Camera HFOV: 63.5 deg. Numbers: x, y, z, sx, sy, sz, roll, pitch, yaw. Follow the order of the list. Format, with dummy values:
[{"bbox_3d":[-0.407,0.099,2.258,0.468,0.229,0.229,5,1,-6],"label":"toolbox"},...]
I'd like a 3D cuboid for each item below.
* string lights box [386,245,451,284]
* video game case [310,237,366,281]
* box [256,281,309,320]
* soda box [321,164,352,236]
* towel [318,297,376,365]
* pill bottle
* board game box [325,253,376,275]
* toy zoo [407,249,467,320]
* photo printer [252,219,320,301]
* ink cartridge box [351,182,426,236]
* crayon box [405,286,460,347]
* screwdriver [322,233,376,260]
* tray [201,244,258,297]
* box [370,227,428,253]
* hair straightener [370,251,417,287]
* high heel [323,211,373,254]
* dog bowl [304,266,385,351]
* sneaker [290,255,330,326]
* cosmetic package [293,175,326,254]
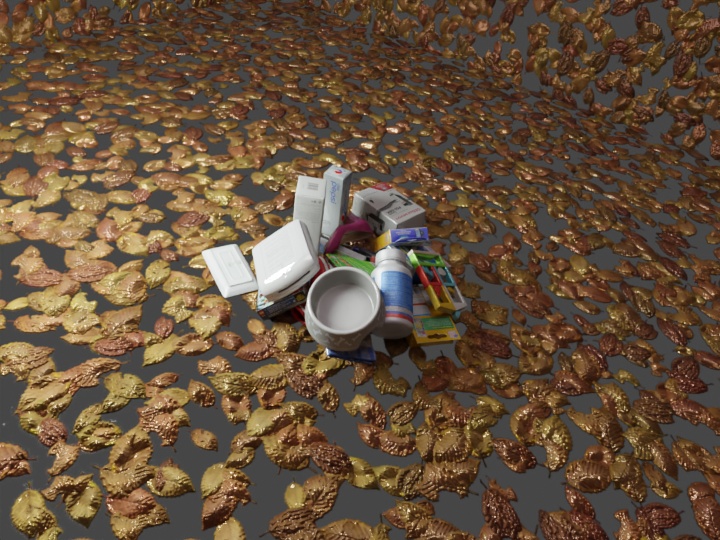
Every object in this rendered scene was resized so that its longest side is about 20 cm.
[{"bbox_3d":[0.154,-0.016,1.609,0.197,0.060,0.103,-2,38,-50],"label":"string lights box"},{"bbox_3d":[-0.101,-0.015,1.633,0.177,0.023,0.201,23,40,15],"label":"video game case"},{"bbox_3d":[-0.198,0.023,1.497,0.133,0.040,0.203,-24,38,12],"label":"box"},{"bbox_3d":[-0.075,-0.201,1.721,0.066,0.205,0.064,21,39,16],"label":"soda box"},{"bbox_3d":[-0.035,0.124,1.402,0.143,0.024,0.205,16,47,-33],"label":"towel"},{"bbox_3d":[0.077,0.055,1.446,0.108,0.113,0.207,5,63,-6],"label":"pill bottle"},{"bbox_3d":[0.000,0.000,1.529,0.196,0.031,0.095,14,20,-42],"label":"board game box"},{"bbox_3d":[0.208,0.038,1.518,0.129,0.020,0.204,5,52,-47],"label":"toy zoo"},{"bbox_3d":[-0.185,-0.021,1.442,0.164,0.070,0.202,-32,37,5],"label":"photo printer"},{"bbox_3d":[0.089,-0.181,1.831,0.145,0.085,0.198,-26,50,-38],"label":"ink cartridge box"},{"bbox_3d":[0.165,0.127,1.498,0.121,0.053,0.203,-2,40,-16],"label":"crayon box"},{"bbox_3d":[-0.032,-0.071,1.724,0.196,0.029,0.029,26,11,28],"label":"screwdriver"},{"bbox_3d":[-0.350,-0.008,1.567,0.104,0.023,0.201,-13,44,-28],"label":"tray"},{"bbox_3d":[0.111,-0.085,1.647,0.115,0.200,0.043,-5,81,-18],"label":"box"},{"bbox_3d":[0.123,0.005,1.639,0.196,0.042,0.077,31,43,17],"label":"hair straightener"},{"bbox_3d":[-0.035,-0.089,1.689,0.095,0.068,0.201,37,40,-1],"label":"high heel"},{"bbox_3d":[-0.037,0.081,1.343,0.192,0.059,0.206,-2,56,2],"label":"dog bowl"},{"bbox_3d":[-0.127,0.052,1.482,0.111,0.080,0.204,-5,52,-16],"label":"sneaker"},{"bbox_3d":[-0.143,-0.139,1.595,0.082,0.205,0.109,7,34,-5],"label":"cosmetic package"}]
